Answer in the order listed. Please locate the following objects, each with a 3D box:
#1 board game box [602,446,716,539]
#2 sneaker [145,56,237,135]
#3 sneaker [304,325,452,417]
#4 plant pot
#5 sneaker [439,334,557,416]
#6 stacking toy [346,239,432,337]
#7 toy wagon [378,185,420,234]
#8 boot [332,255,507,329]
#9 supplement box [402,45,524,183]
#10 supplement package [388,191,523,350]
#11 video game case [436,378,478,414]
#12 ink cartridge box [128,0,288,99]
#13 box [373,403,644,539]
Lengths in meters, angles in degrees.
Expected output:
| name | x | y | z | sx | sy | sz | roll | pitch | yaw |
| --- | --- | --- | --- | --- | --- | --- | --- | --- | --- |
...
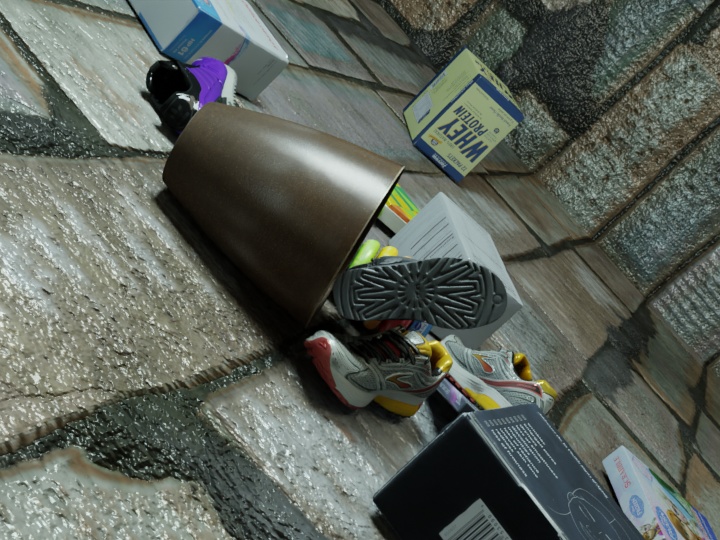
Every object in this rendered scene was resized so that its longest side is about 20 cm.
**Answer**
| name | x | y | z | sx | sy | sz | roll | pitch | yaw |
| --- | --- | --- | --- | --- | --- | --- | --- | --- | --- |
| board game box | 0.434 | 0.364 | 1.518 | 0.199 | 0.041 | 0.200 | 40 | 18 | -21 |
| sneaker | -0.201 | -0.216 | 1.283 | 0.099 | 0.070 | 0.201 | 35 | 20 | -27 |
| sneaker | 0.019 | 0.084 | 1.078 | 0.200 | 0.082 | 0.078 | 18 | 32 | -56 |
| plant pot | -0.088 | -0.074 | 1.092 | 0.199 | 0.188 | 0.187 | 31 | 17 | 1 |
| sneaker | 0.162 | 0.129 | 1.311 | 0.078 | 0.082 | 0.200 | 44 | -2 | -39 |
| stacking toy | 0.000 | 0.000 | 1.253 | 0.199 | 0.116 | 0.110 | 34 | 15 | -2 |
| toy wagon | 0.019 | -0.128 | 1.669 | 0.200 | 0.040 | 0.155 | 53 | 18 | 21 |
| boot | 0.060 | 0.019 | 1.101 | 0.163 | 0.066 | 0.200 | 5 | 0 | 4 |
| supplement box | 0.212 | -0.330 | 2.324 | 0.134 | 0.200 | 0.200 | 38 | 20 | -23 |
| supplement package | 0.125 | 0.003 | 1.501 | 0.114 | 0.110 | 0.200 | 39 | 18 | -24 |
| video game case | 0.138 | 0.172 | 1.205 | 0.143 | 0.019 | 0.200 | 44 | 0 | -10 |
| ink cartridge box | -0.209 | -0.335 | 1.511 | 0.200 | 0.085 | 0.145 | 19 | 32 | -55 |
| box | 0.145 | 0.232 | 0.974 | 0.200 | 0.124 | 0.196 | 52 | 19 | 20 |
